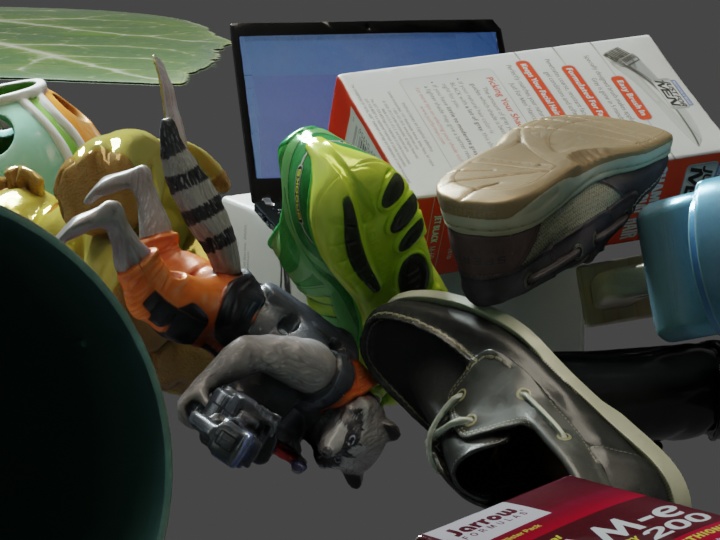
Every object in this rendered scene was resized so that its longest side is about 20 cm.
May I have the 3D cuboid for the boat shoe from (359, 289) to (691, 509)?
[{"bbox_3d":[0.061,0.071,1.014,0.067,0.072,0.200,-16,39,-36],"label":"boat shoe"}]

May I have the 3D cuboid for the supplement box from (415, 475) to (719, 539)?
[{"bbox_3d":[0.128,0.137,0.833,0.199,0.061,0.108,11,17,40],"label":"supplement box"}]

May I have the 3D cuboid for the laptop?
[{"bbox_3d":[0.028,-0.078,1.283,0.176,0.104,0.200,-3,16,-15],"label":"laptop"}]

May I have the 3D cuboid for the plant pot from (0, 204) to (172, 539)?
[{"bbox_3d":[-0.185,0.072,0.815,0.199,0.202,0.161,-3,0,-18],"label":"plant pot"}]

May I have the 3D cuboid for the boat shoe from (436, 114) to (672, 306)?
[{"bbox_3d":[0.097,-0.033,1.099,0.072,0.065,0.200,11,20,26],"label":"boat shoe"}]

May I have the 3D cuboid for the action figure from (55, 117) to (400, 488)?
[{"bbox_3d":[-0.058,0.030,1.059,0.193,0.105,0.200,43,-2,-8],"label":"action figure"}]

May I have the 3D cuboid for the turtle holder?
[{"bbox_3d":[-0.244,-0.048,1.425,0.184,0.133,0.141,-6,15,21],"label":"turtle holder"}]

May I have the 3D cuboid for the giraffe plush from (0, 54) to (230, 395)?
[{"bbox_3d":[-0.167,-0.007,1.256,0.161,0.201,0.173,-20,-33,15],"label":"giraffe plush"}]

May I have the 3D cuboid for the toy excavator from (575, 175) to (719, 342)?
[{"bbox_3d":[0.177,-0.003,1.137,0.199,0.101,0.194,-10,-2,29],"label":"toy excavator"}]

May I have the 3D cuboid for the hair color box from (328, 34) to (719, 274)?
[{"bbox_3d":[0.093,-0.065,1.226,0.199,0.064,0.111,-10,45,-20],"label":"hair color box"}]

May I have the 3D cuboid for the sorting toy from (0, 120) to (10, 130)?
[{"bbox_3d":[-0.337,-0.051,1.590,0.179,0.107,0.200,-17,12,5],"label":"sorting toy"}]

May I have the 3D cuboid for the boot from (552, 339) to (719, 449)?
[{"bbox_3d":[0.146,0.067,1.107,0.199,0.066,0.165,2,0,-20],"label":"boot"}]

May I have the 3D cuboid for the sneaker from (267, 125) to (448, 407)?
[{"bbox_3d":[0.000,0.000,1.140,0.074,0.201,0.084,-28,51,-16],"label":"sneaker"}]

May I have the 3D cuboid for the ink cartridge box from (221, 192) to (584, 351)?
[{"bbox_3d":[0.021,0.004,1.342,0.144,0.085,0.200,-8,16,-31],"label":"ink cartridge box"}]
